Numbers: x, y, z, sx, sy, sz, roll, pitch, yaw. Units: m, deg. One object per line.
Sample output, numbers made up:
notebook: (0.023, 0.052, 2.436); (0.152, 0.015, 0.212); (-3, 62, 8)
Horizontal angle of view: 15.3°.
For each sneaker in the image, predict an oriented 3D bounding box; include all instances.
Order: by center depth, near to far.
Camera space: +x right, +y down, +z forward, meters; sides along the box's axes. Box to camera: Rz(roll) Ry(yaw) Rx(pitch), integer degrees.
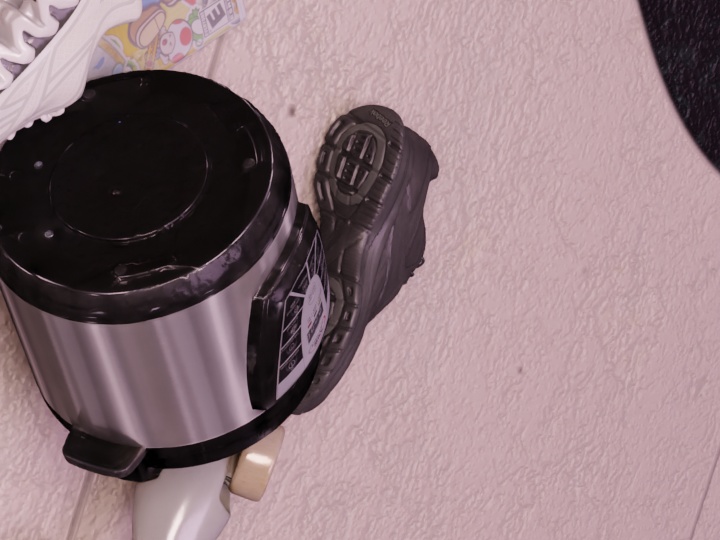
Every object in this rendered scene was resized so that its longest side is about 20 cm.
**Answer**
sneaker: (-0.192, -0.095, 1.419); (0.200, 0.075, 0.081); (-49, 138, 1)
sneaker: (0.000, 0.000, 1.694); (0.091, 0.076, 0.201); (22, 92, -56)

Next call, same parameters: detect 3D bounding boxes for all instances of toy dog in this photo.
toy dog: (-0.120, 0.168, 1.624); (0.200, 0.132, 0.096); (-52, 176, -12)

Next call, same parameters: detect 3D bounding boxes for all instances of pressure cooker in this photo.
pressure cooker: (-0.108, 0.009, 1.493); (0.175, 0.179, 0.200); (-22, 140, -9)

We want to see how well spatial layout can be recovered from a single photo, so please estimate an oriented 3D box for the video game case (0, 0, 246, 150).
video game case: (-0.152, -0.185, 1.481); (0.182, 0.023, 0.201); (-37, 131, -31)
